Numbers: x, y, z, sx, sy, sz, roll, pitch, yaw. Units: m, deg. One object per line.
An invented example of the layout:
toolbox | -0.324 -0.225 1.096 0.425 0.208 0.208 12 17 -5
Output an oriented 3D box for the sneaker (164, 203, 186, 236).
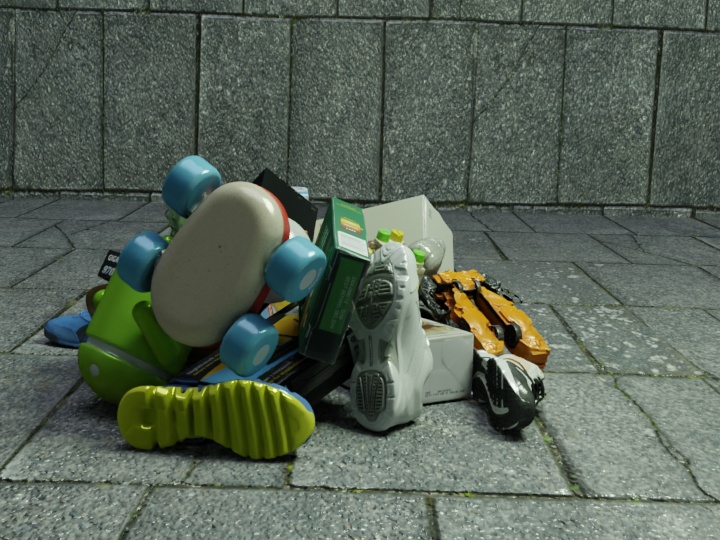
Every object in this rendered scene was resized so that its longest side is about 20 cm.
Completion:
sneaker | -0.171 -0.041 1.431 0.088 0.075 0.200 34 -9 6

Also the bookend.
bookend | -0.155 0.007 1.549 0.092 0.199 0.201 37 26 -18

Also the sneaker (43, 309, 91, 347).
sneaker | -0.337 0.066 1.671 0.197 0.080 0.066 3 11 17

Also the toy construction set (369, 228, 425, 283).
toy construction set | 0.000 0.000 1.581 0.198 0.093 0.131 -11 35 -29

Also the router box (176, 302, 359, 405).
router box | -0.082 0.101 1.370 0.148 0.052 0.199 4 27 42

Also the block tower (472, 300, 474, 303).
block tower | 0.087 0.062 1.845 0.197 0.055 0.058 1 8 -2

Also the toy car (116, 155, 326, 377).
toy car | -0.116 0.001 1.307 0.184 0.178 0.200 36 8 21

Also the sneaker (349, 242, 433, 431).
sneaker | 0.039 0.072 1.345 0.077 0.203 0.099 5 -1 37

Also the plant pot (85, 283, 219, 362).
plant pot | -0.248 0.071 1.530 0.197 0.028 0.201 10 -26 5

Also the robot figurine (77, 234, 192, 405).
robot figurine | -0.240 0.062 1.375 0.115 0.202 0.175 30 -11 -30

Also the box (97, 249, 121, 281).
box | -0.265 0.034 1.767 0.158 0.046 0.199 31 -11 -37

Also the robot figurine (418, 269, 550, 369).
robot figurine | 0.155 0.065 1.616 0.143 0.059 0.200 -2 32 -26

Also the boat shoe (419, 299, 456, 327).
boat shoe | 0.092 0.075 1.714 0.073 0.069 0.199 7 10 29

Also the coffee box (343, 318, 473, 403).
coffee box | 0.034 0.100 1.504 0.112 0.081 0.199 -4 11 -33

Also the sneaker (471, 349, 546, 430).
sneaker | 0.176 0.128 1.382 0.079 0.075 0.200 3 9 -4

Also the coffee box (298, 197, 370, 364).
coffee box | -0.030 0.006 1.329 0.043 0.124 0.200 17 15 -8

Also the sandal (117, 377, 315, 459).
sandal | -0.139 0.140 1.239 0.197 0.081 0.087 5 6 13

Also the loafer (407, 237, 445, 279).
loafer | 0.051 0.027 1.734 0.200 0.070 0.070 -43 -9 35

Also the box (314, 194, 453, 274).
box | 0.032 -0.020 1.887 0.197 0.110 0.128 -12 -30 22

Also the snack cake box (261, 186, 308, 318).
snack cake box | -0.114 -0.021 1.860 0.066 0.203 0.115 2 9 -2
